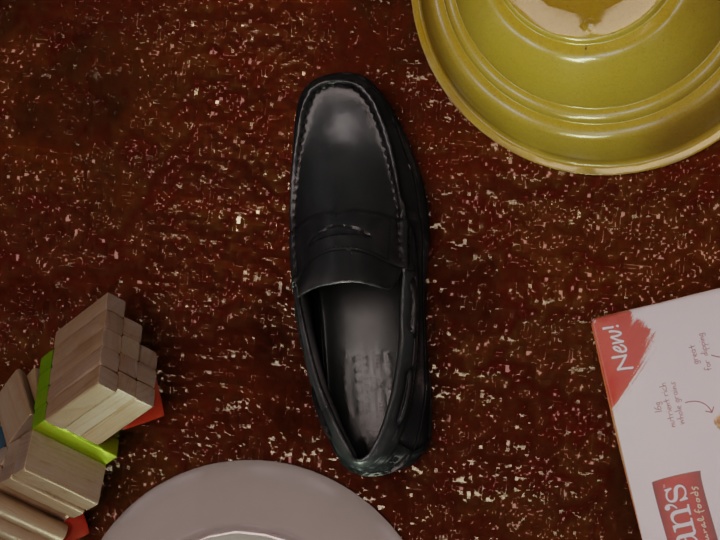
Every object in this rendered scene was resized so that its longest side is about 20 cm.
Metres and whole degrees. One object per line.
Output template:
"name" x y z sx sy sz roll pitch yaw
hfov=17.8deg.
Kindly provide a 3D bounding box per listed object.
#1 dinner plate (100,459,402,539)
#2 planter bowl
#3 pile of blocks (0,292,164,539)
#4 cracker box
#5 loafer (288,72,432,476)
"dinner plate" -0.058 0.196 1.158 0.199 0.024 0.201 0 88 13
"planter bowl" 0.113 -0.149 1.102 0.200 0.083 0.201 -1 87 13
"pile of blocks" -0.161 0.105 1.176 0.062 0.082 0.200 30 108 -30
"cracker box" 0.220 0.065 1.078 0.199 0.058 0.134 -15 84 13
"loafer" 0.000 0.000 1.128 0.068 0.070 0.201 -8 86 13
